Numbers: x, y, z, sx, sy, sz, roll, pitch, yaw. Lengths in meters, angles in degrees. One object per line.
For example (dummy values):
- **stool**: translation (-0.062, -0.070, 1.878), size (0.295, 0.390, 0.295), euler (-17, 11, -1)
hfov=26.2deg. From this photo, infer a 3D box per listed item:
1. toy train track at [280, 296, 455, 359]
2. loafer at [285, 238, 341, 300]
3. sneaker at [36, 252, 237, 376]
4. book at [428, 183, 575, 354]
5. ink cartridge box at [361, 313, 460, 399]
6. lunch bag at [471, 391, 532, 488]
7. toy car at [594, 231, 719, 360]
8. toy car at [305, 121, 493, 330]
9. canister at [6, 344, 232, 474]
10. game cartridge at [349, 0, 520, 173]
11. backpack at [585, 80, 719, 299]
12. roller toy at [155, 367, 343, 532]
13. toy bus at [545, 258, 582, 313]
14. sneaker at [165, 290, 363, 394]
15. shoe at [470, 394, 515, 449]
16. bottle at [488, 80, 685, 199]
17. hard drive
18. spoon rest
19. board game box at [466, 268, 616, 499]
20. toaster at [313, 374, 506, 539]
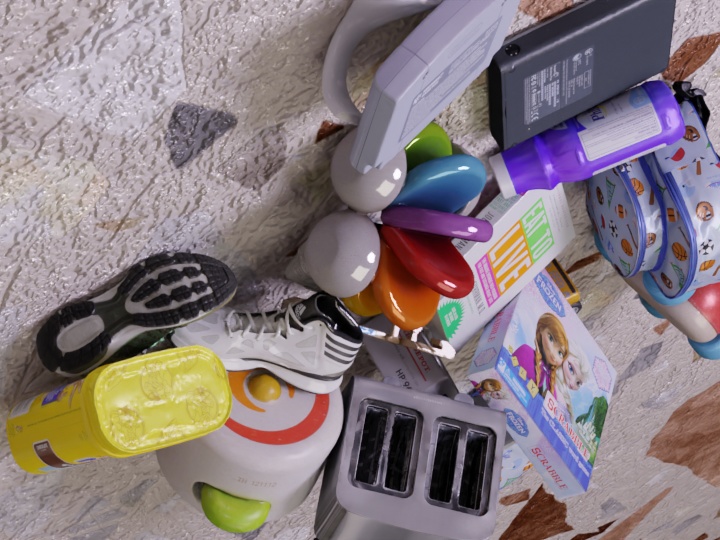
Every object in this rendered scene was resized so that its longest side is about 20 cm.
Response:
- **toy train track**: translation (0.012, 0.053, 1.621), size (0.199, 0.115, 0.033), euler (17, 87, -24)
- **loafer**: translation (0.000, 0.000, 1.613), size (0.070, 0.070, 0.199), euler (-30, 153, 30)
- **sneaker**: translation (-0.210, 0.047, 1.490), size (0.199, 0.077, 0.089), euler (-23, 160, -1)
- **book**: translation (0.144, -0.018, 1.677), size (0.200, 0.048, 0.134), euler (-45, 148, -14)
- **ink cartridge box**: translation (0.062, 0.116, 1.785), size (0.068, 0.116, 0.200), euler (-31, 149, 1)
- **lunch bag**: translation (0.196, 0.220, 2.110), size (0.160, 0.076, 0.200), euler (-43, 148, 15)
- **toy car**: translation (0.417, -0.032, 1.859), size (0.200, 0.177, 0.184), euler (-46, 138, 2)
- **toy car**: translation (0.056, -0.040, 1.476), size (0.174, 0.149, 0.201), euler (9, 101, -47)
- **canister**: translation (-0.237, 0.138, 1.490), size (0.148, 0.087, 0.199), euler (-12, 175, -39)
- **game cartridge**: translation (0.068, -0.182, 1.343), size (0.200, 0.040, 0.134), euler (-45, 170, -32)
- **backpack**: translation (0.339, -0.070, 1.686), size (0.153, 0.191, 0.200), euler (-26, 151, -9)
- **roller toy**: translation (-0.116, 0.155, 1.614), size (0.182, 0.200, 0.140), euler (-22, 152, -37)
- **toy bus**: translation (0.213, 0.072, 1.911), size (0.078, 0.065, 0.201), euler (-19, 149, -17)
- **sneaker**: translation (-0.090, 0.048, 1.538), size (0.199, 0.076, 0.116), euler (17, 134, -18)
- **shoe**: translation (0.110, 0.209, 1.786), size (0.199, 0.072, 0.091), euler (-25, 152, -1)
- **bottle**: translation (0.233, -0.133, 1.602), size (0.199, 0.084, 0.066), euler (-22, 107, 6)
- **hard drive**: translation (0.220, -0.208, 1.529), size (0.199, 0.033, 0.140), euler (-26, 150, -9)
- **spoon rest**: translation (0.026, -0.223, 1.319), size (0.099, 0.061, 0.201), euler (13, 115, -53)
- **board game box**: translation (0.211, 0.118, 1.752), size (0.041, 0.200, 0.200), euler (-20, 120, 34)
- **toaster**: translation (0.050, 0.221, 1.635), size (0.179, 0.201, 0.119), euler (14, 149, -5)
